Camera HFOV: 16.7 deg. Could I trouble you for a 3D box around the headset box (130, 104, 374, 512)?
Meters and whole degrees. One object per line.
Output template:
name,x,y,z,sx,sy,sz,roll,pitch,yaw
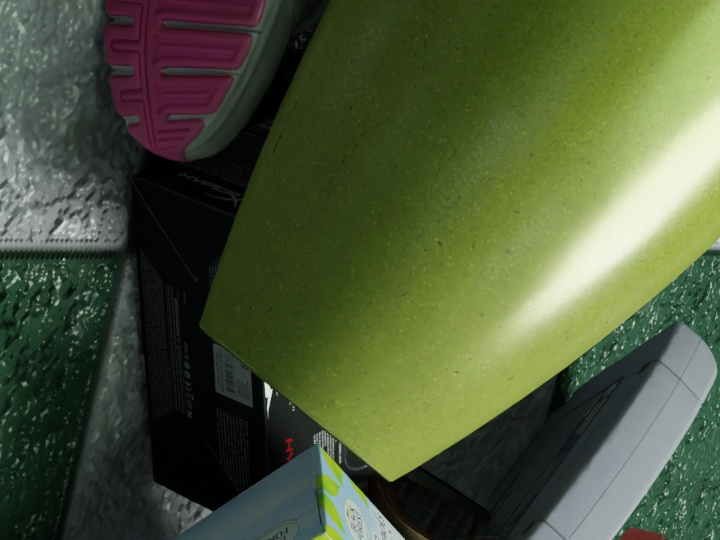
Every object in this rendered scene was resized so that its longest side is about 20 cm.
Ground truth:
headset box,0.000,0.000,1.058,0.200,0.077,0.150,-31,130,-41

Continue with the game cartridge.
game cartridge,0.097,0.112,1.192,0.042,0.133,0.200,46,53,-7

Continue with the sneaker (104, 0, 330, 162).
sneaker,-0.028,-0.131,0.952,0.088,0.081,0.201,27,86,-52

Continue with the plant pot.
plant pot,0.036,-0.029,0.909,0.200,0.187,0.187,-51,142,-3

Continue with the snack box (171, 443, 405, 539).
snack box,-0.024,0.195,1.009,0.168,0.068,0.200,-35,115,15

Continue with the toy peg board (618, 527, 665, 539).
toy peg board,0.132,0.211,1.222,0.200,0.198,0.098,-46,132,-38

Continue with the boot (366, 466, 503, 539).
boot,0.015,0.143,1.103,0.097,0.074,0.200,-59,176,1
